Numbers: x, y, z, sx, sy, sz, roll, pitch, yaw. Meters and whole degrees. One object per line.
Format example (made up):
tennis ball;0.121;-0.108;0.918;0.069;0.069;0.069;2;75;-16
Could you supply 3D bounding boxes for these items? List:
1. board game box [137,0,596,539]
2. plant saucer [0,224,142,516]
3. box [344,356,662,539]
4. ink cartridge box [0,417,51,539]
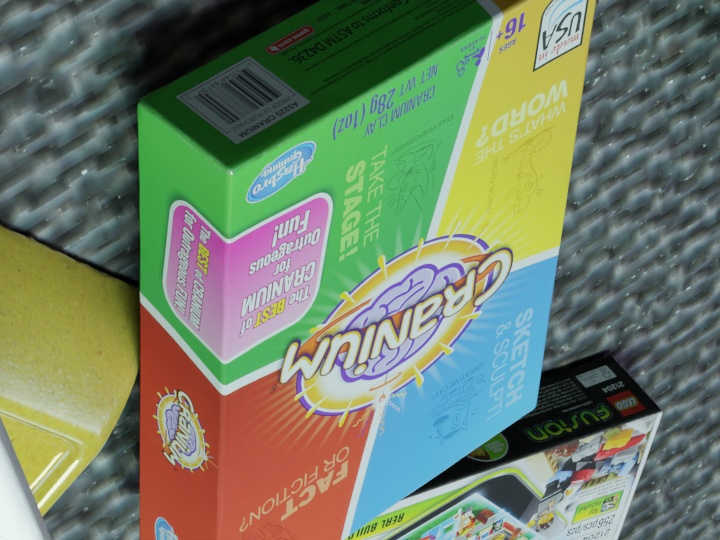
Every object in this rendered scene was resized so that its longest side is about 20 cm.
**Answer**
board game box;0.000;0.000;0.833;0.153;0.040;0.201;-32;145;-31
plant saucer;-0.169;0.067;0.762;0.200;0.048;0.200;-49;143;10
box;0.013;0.105;0.980;0.199;0.035;0.110;-16;137;-31
ink cartridge box;-0.169;0.027;0.631;0.146;0.083;0.201;-24;126;-8
